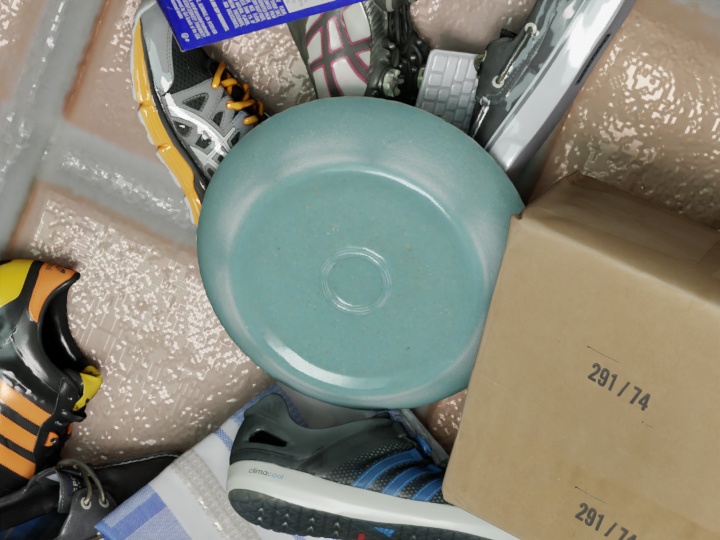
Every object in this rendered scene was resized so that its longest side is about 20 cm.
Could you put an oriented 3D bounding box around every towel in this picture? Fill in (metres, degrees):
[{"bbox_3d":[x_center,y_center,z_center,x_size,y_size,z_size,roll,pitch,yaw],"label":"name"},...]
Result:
[{"bbox_3d":[-0.036,0.146,1.492,0.200,0.024,0.147,-36,84,-21],"label":"towel"}]

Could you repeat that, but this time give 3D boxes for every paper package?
[{"bbox_3d":[0.163,0.075,1.370,0.200,0.103,0.191,24,115,23],"label":"paper package"}]

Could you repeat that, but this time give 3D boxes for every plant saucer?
[{"bbox_3d":[0.000,0.000,1.444,0.199,0.036,0.201,4,117,8],"label":"plant saucer"}]

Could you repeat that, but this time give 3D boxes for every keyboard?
[{"bbox_3d":[0.035,-0.033,1.490,0.011,0.056,0.201,28,109,40],"label":"keyboard"}]

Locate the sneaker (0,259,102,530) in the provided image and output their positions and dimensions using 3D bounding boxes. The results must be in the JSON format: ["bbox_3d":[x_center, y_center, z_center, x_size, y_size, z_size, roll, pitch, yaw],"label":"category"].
[{"bbox_3d":[-0.199,0.091,1.548,0.090,0.070,0.201,-4,101,11],"label":"sneaker"}]

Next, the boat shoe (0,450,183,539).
[{"bbox_3d":[-0.182,0.146,1.512,0.200,0.070,0.066,-20,134,-20],"label":"boat shoe"}]

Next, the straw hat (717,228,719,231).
[{"bbox_3d":[0.274,0.056,1.418,0.200,0.085,0.202,-2,100,-10],"label":"straw hat"}]

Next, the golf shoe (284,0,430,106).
[{"bbox_3d":[-0.004,-0.131,1.472,0.088,0.077,0.201,12,99,23],"label":"golf shoe"}]

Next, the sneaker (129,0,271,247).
[{"bbox_3d":[-0.075,-0.074,1.490,0.077,0.078,0.200,-21,109,14],"label":"sneaker"}]

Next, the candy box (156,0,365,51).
[{"bbox_3d":[-0.019,-0.225,1.393,0.199,0.169,0.077,-14,137,11],"label":"candy box"}]

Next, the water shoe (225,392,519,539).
[{"bbox_3d":[0.024,0.119,1.463,0.199,0.072,0.079,13,65,-7],"label":"water shoe"}]

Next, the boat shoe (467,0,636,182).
[{"bbox_3d":[0.099,-0.120,1.455,0.057,0.069,0.200,35,100,9],"label":"boat shoe"}]
